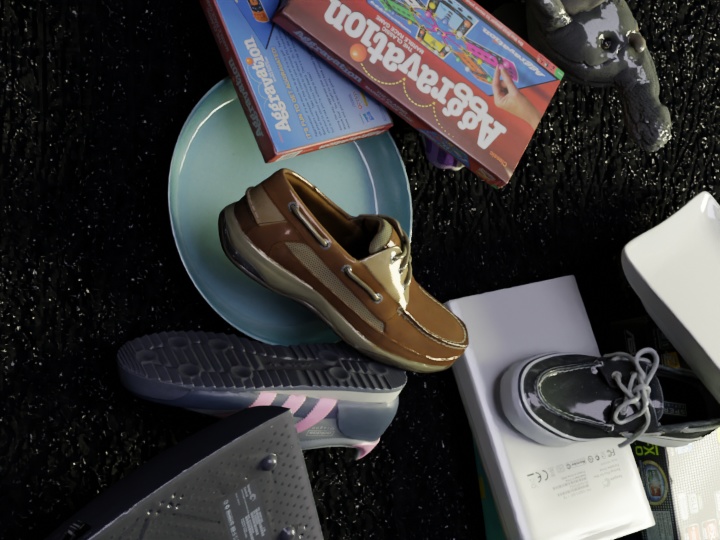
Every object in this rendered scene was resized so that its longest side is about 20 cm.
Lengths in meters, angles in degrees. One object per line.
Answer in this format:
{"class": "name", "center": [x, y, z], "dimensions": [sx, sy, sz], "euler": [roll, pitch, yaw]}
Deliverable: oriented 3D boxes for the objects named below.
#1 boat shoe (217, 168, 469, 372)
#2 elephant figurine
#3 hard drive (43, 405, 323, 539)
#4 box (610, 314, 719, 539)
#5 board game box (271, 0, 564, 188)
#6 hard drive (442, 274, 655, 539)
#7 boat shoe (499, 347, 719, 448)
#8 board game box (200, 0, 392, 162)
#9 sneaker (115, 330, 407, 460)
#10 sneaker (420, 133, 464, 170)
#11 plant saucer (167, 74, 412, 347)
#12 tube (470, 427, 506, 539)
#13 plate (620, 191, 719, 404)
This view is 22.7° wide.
{"class": "boat shoe", "center": [0.000, 0.000, 1.207], "dimensions": [0.200, 0.074, 0.076], "euler": [31, 26, -28]}
{"class": "elephant figurine", "center": [0.161, -0.202, 1.347], "dimensions": [0.142, 0.155, 0.200], "euler": [52, 48, -44]}
{"class": "hard drive", "center": [-0.119, 0.177, 1.136], "dimensions": [0.200, 0.042, 0.135], "euler": [-33, 131, -26]}
{"class": "box", "center": [0.288, 0.127, 1.454], "dimensions": [0.160, 0.044, 0.201], "euler": [-7, 88, -34]}
{"class": "board game box", "center": [0.044, -0.155, 1.250], "dimensions": [0.200, 0.019, 0.103], "euler": [35, 67, -16]}
{"class": "hard drive", "center": [0.138, 0.110, 1.339], "dimensions": [0.132, 0.026, 0.200], "euler": [-11, 79, -37]}
{"class": "boat shoe", "center": [0.196, 0.095, 1.325], "dimensions": [0.199, 0.068, 0.074], "euler": [14, 65, -30]}
{"class": "board game box", "center": [-0.058, -0.179, 1.237], "dimensions": [0.103, 0.019, 0.200], "euler": [-17, 82, -36]}
{"class": "sneaker", "center": [-0.070, 0.092, 1.203], "dimensions": [0.200, 0.070, 0.082], "euler": [7, 120, -18]}
{"class": "sneaker", "center": [0.025, -0.162, 1.305], "dimensions": [0.083, 0.081, 0.200], "euler": [-23, 91, -17]}
{"class": "plant saucer", "center": [-0.051, -0.044, 1.253], "dimensions": [0.200, 0.027, 0.201], "euler": [4, 82, -33]}
{"class": "tube", "center": [0.122, 0.203, 1.334], "dimensions": [0.077, 0.050, 0.201], "euler": [4, 77, -40]}
{"class": "plate", "center": [0.288, 0.044, 1.384], "dimensions": [0.200, 0.032, 0.199], "euler": [52, 31, 6]}
